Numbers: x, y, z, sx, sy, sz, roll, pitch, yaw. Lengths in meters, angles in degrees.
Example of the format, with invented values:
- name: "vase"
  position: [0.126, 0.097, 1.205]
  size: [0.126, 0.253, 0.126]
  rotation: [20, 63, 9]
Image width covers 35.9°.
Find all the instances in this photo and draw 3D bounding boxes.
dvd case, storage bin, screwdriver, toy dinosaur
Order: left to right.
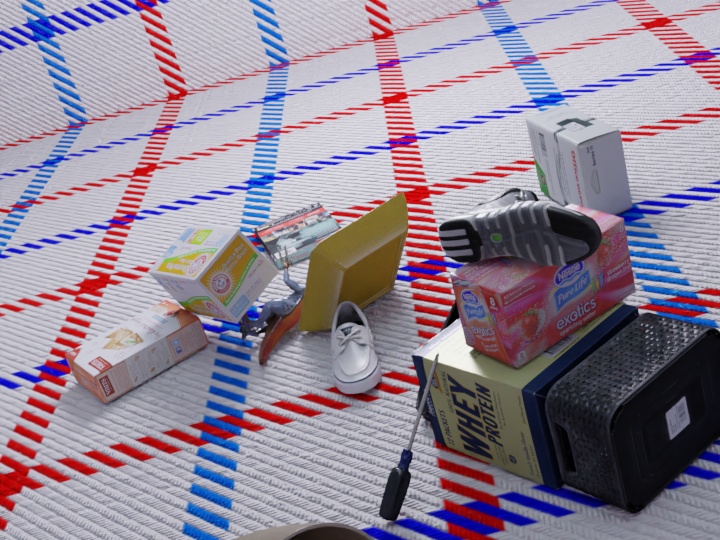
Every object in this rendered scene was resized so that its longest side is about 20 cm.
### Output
- name: "toy dinosaur"
  position: [-0.107, 0.069, 1.800]
  size: [0.180, 0.105, 0.201]
  rotation: [-15, 57, -16]
- name: "dvd case"
  position: [-0.116, -0.069, 2.115]
  size: [0.145, 0.022, 0.200]
  rotation: [-22, 24, -10]
- name: "screwdriver"
  position: [0.059, 0.191, 1.287]
  size: [0.028, 0.202, 0.029]
  rotation: [13, -4, 35]
- name: "storage bin"
  position: [0.310, 0.152, 1.222]
  size: [0.199, 0.136, 0.093]
  rotation: [-32, 27, -29]

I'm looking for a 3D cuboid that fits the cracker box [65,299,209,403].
- name: "cracker box"
  position: [-0.367, 0.129, 1.821]
  size: [0.199, 0.058, 0.134]
  rotation: [-31, 27, -26]

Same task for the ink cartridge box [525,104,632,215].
- name: "ink cartridge box"
  position: [0.369, -0.183, 1.878]
  size: [0.082, 0.148, 0.200]
  rotation: [-20, 25, -9]

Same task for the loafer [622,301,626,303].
- name: "loafer"
  position: [0.326, 0.056, 1.499]
  size: [0.075, 0.068, 0.201]
  rotation: [-35, 33, 25]

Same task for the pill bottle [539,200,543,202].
- name: "pill bottle"
  position: [0.223, 0.014, 1.512]
  size: [0.201, 0.109, 0.110]
  rotation: [-54, 27, 4]

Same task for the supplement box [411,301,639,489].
- name: "supplement box"
  position: [0.209, 0.128, 1.342]
  size: [0.199, 0.135, 0.199]
  rotation: [-33, 29, -31]

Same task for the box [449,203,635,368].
- name: "box"
  position: [0.214, 0.013, 1.293]
  size: [0.199, 0.103, 0.094]
  rotation: [-28, 27, -26]

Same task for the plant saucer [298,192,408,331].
- name: "plant saucer"
  position: [0.000, 0.000, 1.730]
  size: [0.048, 0.201, 0.199]
  rotation: [40, 53, 23]

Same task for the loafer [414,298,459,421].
- name: "loafer"
  position: [0.116, 0.096, 1.440]
  size: [0.072, 0.063, 0.201]
  rotation: [23, 83, 50]

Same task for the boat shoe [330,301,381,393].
- name: "boat shoe"
  position: [-0.016, 0.109, 1.617]
  size: [0.073, 0.066, 0.200]
  rotation: [-18, 24, -1]

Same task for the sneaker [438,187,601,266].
- name: "sneaker"
  position: [0.194, -0.062, 1.257]
  size: [0.199, 0.076, 0.115]
  rotation: [2, 28, 37]

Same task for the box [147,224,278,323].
- name: "box"
  position: [-0.237, 0.003, 1.773]
  size: [0.113, 0.101, 0.199]
  rotation: [-52, 27, -19]

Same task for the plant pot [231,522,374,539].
- name: "plant pot"
  position: [-0.087, 0.332, 1.095]
  size: [0.187, 0.189, 0.199]
  rotation: [-33, 14, -31]
